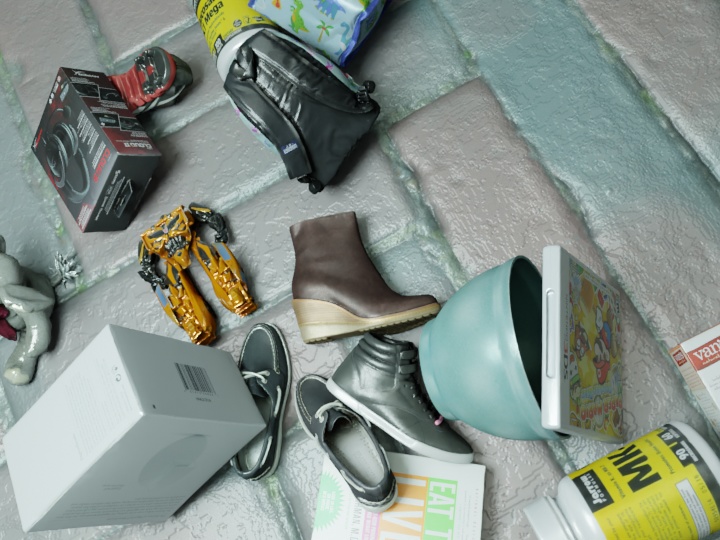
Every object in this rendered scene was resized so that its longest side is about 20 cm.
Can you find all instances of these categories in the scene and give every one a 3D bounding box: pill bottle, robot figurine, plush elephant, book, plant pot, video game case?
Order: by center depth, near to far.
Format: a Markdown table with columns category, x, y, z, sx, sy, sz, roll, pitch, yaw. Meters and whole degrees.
| category | x | y | z | sx | sy | sz | roll | pitch | yaw |
| --- | --- | --- | --- | --- | --- | --- | --- | --- | --- |
| pill bottle | 0.285 | 0.256 | 0.715 | 0.197 | 0.114 | 0.116 | -28 | 70 | 2 |
| video game case | 0.249 | 0.089 | 0.734 | 0.023 | 0.199 | 0.186 | -7 | 70 | 37 |
| plant pot | 0.149 | 0.100 | 0.760 | 0.132 | 0.199 | 0.204 | -19 | 69 | 29 |
| book | 0.046 | 0.289 | 0.794 | 0.196 | 0.048 | 0.136 | 3 | 69 | 13 |
| plush elephant | -0.496 | 0.037 | 0.912 | 0.164 | 0.155 | 0.201 | 39 | 85 | 19 |
| robot figurine | -0.232 | -0.004 | 0.923 | 0.144 | 0.058 | 0.201 | -36 | 71 | -2 |
| pill bottle | -0.187 | -0.382 | 0.996 | 0.111 | 0.113 | 0.203 | -25 | 70 | 3 |

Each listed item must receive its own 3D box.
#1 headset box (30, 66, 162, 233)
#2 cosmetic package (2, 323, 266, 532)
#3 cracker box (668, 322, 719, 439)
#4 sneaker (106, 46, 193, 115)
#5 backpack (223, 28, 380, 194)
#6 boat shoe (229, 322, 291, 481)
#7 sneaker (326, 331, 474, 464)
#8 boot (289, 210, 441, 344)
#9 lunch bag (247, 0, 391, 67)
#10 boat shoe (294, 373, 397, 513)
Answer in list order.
| category | x | y | z | sx | sy | sz | roll | pitch | yaw |
| --- | --- | --- | --- | --- | --- | --- | --- | --- | --- |
| headset box | -0.379 | -0.164 | 0.957 | 0.201 | 0.077 | 0.149 | 52 | 123 | 20 |
| cosmetic package | -0.256 | 0.186 | 0.767 | 0.200 | 0.199 | 0.124 | -44 | 58 | 12 |
| cracker box | 0.461 | 0.147 | 0.742 | 0.132 | 0.058 | 0.203 | -26 | 70 | 2 |
| sneaker | -0.335 | -0.273 | 1.018 | 0.198 | 0.097 | 0.072 | -18 | 89 | 30 |
| backpack | -0.092 | -0.224 | 0.899 | 0.199 | 0.127 | 0.168 | 37 | 89 | -14 |
| boat shoe | -0.131 | 0.162 | 0.853 | 0.074 | 0.060 | 0.204 | -7 | 73 | 9 |
| sneaker | 0.063 | 0.146 | 0.798 | 0.198 | 0.071 | 0.100 | 30 | 97 | 11 |
| boot | 0.000 | 0.000 | 0.868 | 0.196 | 0.072 | 0.170 | -9 | 74 | 12 |
| lunch bag | -0.036 | -0.419 | 0.950 | 0.169 | 0.128 | 0.201 | 33 | 50 | -4 |
| boat shoe | -0.024 | 0.194 | 0.799 | 0.073 | 0.061 | 0.201 | -26 | 52 | -12 |
